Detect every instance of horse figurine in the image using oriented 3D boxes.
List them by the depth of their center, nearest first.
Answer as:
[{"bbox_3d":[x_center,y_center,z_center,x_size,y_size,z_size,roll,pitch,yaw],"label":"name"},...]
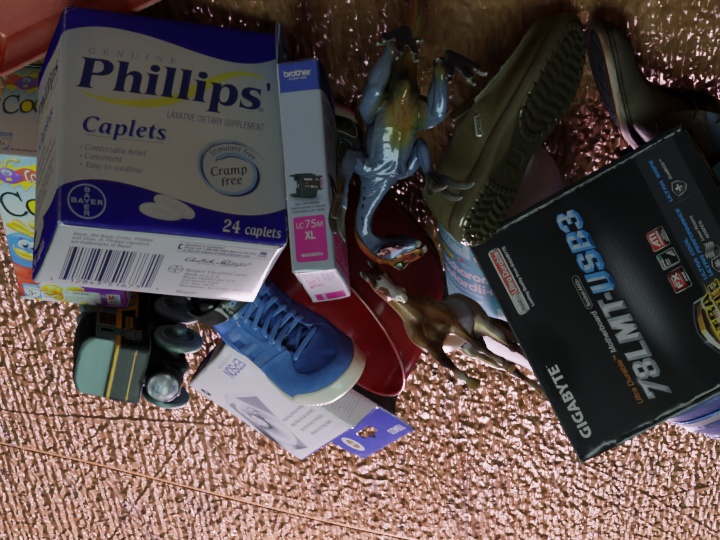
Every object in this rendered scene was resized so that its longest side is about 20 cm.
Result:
[{"bbox_3d":[0.088,0.053,1.512,0.199,0.132,0.050,7,117,-58],"label":"horse figurine"}]

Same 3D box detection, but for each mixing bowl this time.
[{"bbox_3d":[0.000,0.000,1.605,0.200,0.108,0.201,39,160,17],"label":"mixing bowl"}]

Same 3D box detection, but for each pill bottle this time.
[{"bbox_3d":[0.121,-0.040,1.570,0.110,0.112,0.201,0,141,11],"label":"pill bottle"}]

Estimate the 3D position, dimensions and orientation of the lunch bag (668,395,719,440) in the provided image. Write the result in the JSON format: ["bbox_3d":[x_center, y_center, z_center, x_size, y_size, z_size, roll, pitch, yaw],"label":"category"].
[{"bbox_3d":[0.302,0.034,1.568,0.135,0.202,0.132,-25,150,33],"label":"lunch bag"}]

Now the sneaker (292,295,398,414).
[{"bbox_3d":[-0.025,0.070,1.765,0.075,0.080,0.200,6,150,42],"label":"sneaker"}]

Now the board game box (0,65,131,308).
[{"bbox_3d":[-0.255,-0.071,1.607,0.104,0.104,0.201,5,142,4],"label":"board game box"}]

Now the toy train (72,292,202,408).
[{"bbox_3d":[-0.208,0.056,1.692,0.113,0.200,0.086,11,115,-12],"label":"toy train"}]

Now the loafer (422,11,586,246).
[{"bbox_3d":[0.109,-0.119,1.440,0.067,0.201,0.076,28,176,32],"label":"loafer"}]

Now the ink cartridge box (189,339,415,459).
[{"bbox_3d":[-0.062,0.133,1.790,0.199,0.041,0.200,32,160,-5],"label":"ink cartridge box"}]

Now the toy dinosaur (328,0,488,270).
[{"bbox_3d":[0.036,-0.099,1.423,0.104,0.201,0.182,15,136,-8],"label":"toy dinosaur"}]

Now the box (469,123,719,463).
[{"bbox_3d":[0.216,0.019,1.445,0.197,0.201,0.050,-28,174,14],"label":"box"}]

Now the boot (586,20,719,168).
[{"bbox_3d":[0.248,-0.136,1.479,0.096,0.075,0.201,-23,131,4],"label":"boot"}]

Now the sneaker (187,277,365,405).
[{"bbox_3d":[-0.083,0.043,1.583,0.111,0.077,0.200,49,169,-35],"label":"sneaker"}]

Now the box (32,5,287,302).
[{"bbox_3d":[-0.160,-0.092,1.452,0.182,0.202,0.105,5,151,-18],"label":"box"}]

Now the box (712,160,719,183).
[{"bbox_3d":[0.274,-0.008,1.489,0.200,0.082,0.049,-46,149,13],"label":"box"}]

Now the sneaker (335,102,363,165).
[{"bbox_3d":[-0.088,-0.083,1.574,0.198,0.087,0.081,-11,140,22],"label":"sneaker"}]

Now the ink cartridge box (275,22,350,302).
[{"bbox_3d":[-0.038,-0.086,1.451,0.041,0.202,0.119,-8,169,4],"label":"ink cartridge box"}]

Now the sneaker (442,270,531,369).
[{"bbox_3d":[0.117,0.058,1.722,0.198,0.075,0.107,-5,138,15],"label":"sneaker"}]

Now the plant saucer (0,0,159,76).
[{"bbox_3d":[-0.279,-0.257,1.431,0.199,0.037,0.200,-19,135,31],"label":"plant saucer"}]
